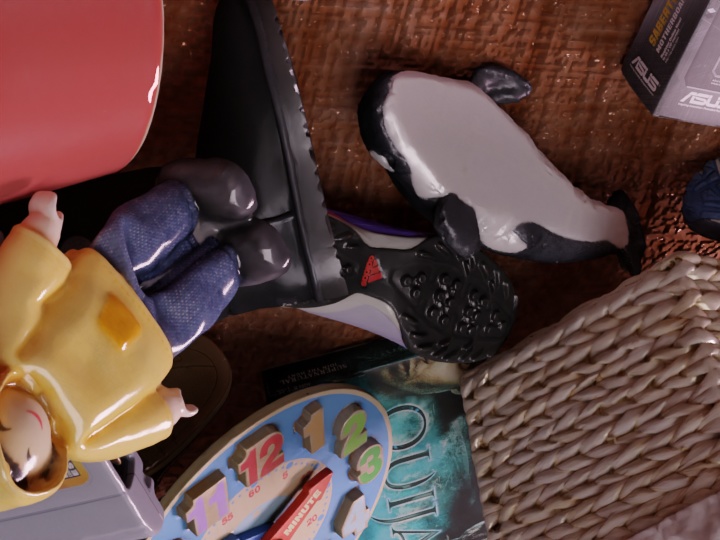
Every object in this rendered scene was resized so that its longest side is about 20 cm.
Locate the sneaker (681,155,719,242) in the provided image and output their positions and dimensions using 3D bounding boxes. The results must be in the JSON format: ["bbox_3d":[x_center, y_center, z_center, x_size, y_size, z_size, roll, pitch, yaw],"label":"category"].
[{"bbox_3d":[0.270,-0.015,1.185,0.198,0.077,0.086,4,130,-23],"label":"sneaker"}]

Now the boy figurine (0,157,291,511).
[{"bbox_3d":[-0.117,0.027,0.876,0.064,0.200,0.125,-6,119,42],"label":"boy figurine"}]

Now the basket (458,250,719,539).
[{"bbox_3d":[0.190,0.102,1.130,0.197,0.162,0.200,6,153,-40],"label":"basket"}]

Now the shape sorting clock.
[{"bbox_3d":[-0.055,0.149,1.139,0.199,0.039,0.201,-30,139,-30],"label":"shape sorting clock"}]

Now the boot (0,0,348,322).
[{"bbox_3d":[-0.120,-0.042,0.989,0.198,0.066,0.166,-14,87,-1],"label":"boot"}]

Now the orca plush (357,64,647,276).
[{"bbox_3d":[0.066,-0.052,1.104,0.199,0.071,0.106,9,80,-38],"label":"orca plush"}]

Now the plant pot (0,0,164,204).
[{"bbox_3d":[-0.191,-0.108,0.875,0.176,0.201,0.201,-6,130,-29],"label":"plant pot"}]

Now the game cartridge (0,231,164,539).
[{"bbox_3d":[-0.190,0.067,0.953,0.132,0.042,0.201,-16,129,12],"label":"game cartridge"}]

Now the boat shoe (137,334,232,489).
[{"bbox_3d":[-0.150,0.111,1.145,0.200,0.072,0.072,-43,161,2],"label":"boat shoe"}]

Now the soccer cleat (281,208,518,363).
[{"bbox_3d":[0.000,0.000,1.103,0.199,0.073,0.069,15,96,-36],"label":"soccer cleat"}]

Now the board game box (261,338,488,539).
[{"bbox_3d":[0.020,0.123,1.232,0.134,0.028,0.201,-15,131,-7],"label":"board game box"}]

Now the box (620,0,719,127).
[{"bbox_3d":[0.260,-0.145,1.091,0.199,0.048,0.159,6,124,-25],"label":"box"}]
